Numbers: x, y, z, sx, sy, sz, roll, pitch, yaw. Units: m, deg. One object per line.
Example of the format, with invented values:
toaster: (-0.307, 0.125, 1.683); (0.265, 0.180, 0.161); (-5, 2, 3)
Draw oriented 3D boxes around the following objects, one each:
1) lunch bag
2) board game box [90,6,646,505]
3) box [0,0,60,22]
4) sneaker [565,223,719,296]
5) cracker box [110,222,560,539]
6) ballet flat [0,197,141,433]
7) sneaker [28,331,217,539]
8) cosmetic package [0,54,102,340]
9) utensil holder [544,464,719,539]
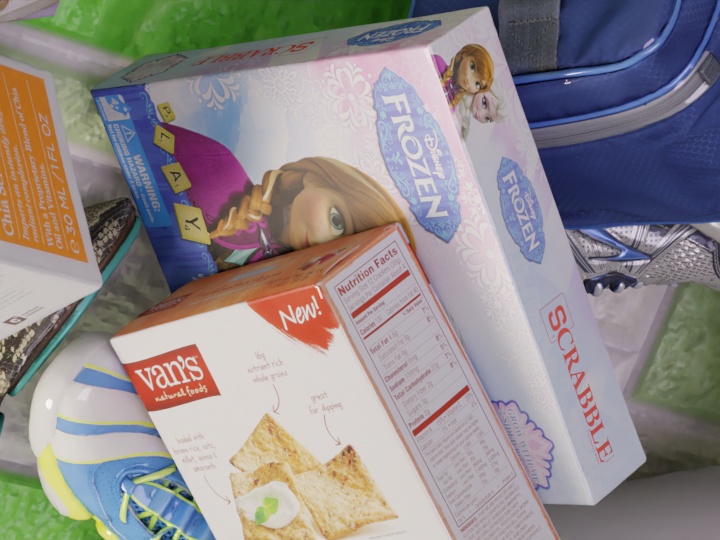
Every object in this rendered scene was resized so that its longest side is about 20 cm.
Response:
lunch bag: (0.107, -0.131, 1.108); (0.132, 0.136, 0.200); (45, 48, -47)
board game box: (0.000, 0.000, 1.103); (0.041, 0.199, 0.200); (-36, 112, -41)
box: (-0.163, -0.115, 1.011); (0.041, 0.200, 0.039); (26, 105, 11)
sneaker: (0.104, -0.021, 1.244); (0.200, 0.077, 0.085); (25, 101, -22)
cracker box: (-0.001, 0.090, 1.090); (0.058, 0.134, 0.200); (-36, 104, -41)
ballet flat: (-0.169, 0.046, 1.139); (0.075, 0.068, 0.200); (27, 98, -11)
sneaker: (-0.067, 0.105, 1.157); (0.076, 0.105, 0.200); (-53, 145, -23)
cosmetic package: (-0.193, -0.040, 1.015); (0.071, 0.102, 0.200); (-26, 158, 27)
utensil holder: (0.142, 0.180, 1.279); (0.200, 0.170, 0.170); (-7, 112, -23)
